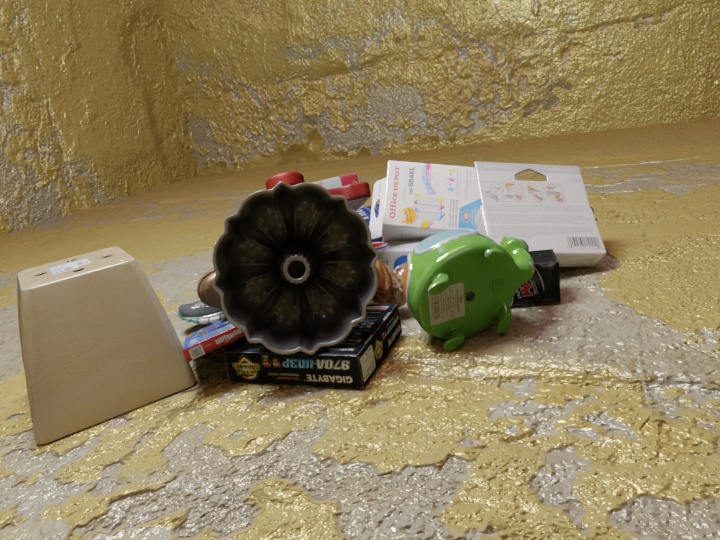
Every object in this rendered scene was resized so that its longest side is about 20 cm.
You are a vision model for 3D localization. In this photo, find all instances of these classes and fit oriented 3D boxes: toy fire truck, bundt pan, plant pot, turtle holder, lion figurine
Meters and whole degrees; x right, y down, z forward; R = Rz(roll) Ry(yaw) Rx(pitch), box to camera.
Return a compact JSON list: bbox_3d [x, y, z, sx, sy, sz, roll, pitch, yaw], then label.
[{"bbox_3d":[-0.079,-0.100,1.032,0.164,0.115,0.200,-10,-8,-16],"label":"toy fire truck"},{"bbox_3d":[-0.079,-0.005,0.726,0.197,0.207,0.076,-11,8,-6],"label":"bundt pan"},{"bbox_3d":[-0.359,0.077,0.797,0.197,0.181,0.198,-17,18,-29],"label":"plant pot"},{"bbox_3d":[0.139,-0.001,0.791,0.185,0.141,0.132,-42,32,3],"label":"turtle holder"},{"bbox_3d":[0.002,0.000,0.842,0.072,0.123,0.199,-40,-18,17],"label":"lion figurine"}]

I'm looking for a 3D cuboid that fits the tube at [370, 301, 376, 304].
[{"bbox_3d":[0.000,0.000,0.972,0.058,0.051,0.203,-39,41,29],"label":"tube"}]

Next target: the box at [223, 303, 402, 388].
[{"bbox_3d":[-0.060,0.096,0.798,0.196,0.047,0.159,-2,18,23],"label":"box"}]

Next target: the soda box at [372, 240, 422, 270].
[{"bbox_3d":[0.061,-0.011,1.044,0.196,0.070,0.064,-1,18,27],"label":"soda box"}]

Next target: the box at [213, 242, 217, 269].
[{"bbox_3d":[-0.132,0.009,0.937,0.195,0.098,0.100,-1,-6,-13],"label":"box"}]

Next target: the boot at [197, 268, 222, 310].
[{"bbox_3d":[-0.125,0.029,0.811,0.195,0.075,0.076,1,15,-10],"label":"boot"}]

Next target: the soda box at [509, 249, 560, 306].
[{"bbox_3d":[0.195,0.016,0.891,0.195,0.065,0.071,-6,17,14],"label":"soda box"}]

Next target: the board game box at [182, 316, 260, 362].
[{"bbox_3d":[-0.199,0.088,0.838,0.101,0.020,0.200,-23,5,-14],"label":"board game box"}]

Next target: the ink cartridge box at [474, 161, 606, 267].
[{"bbox_3d":[0.288,-0.093,0.984,0.195,0.180,0.045,1,-30,-9],"label":"ink cartridge box"}]

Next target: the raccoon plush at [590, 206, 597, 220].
[{"bbox_3d":[0.332,-0.076,1.085,0.197,0.099,0.133,-19,11,-29],"label":"raccoon plush"}]

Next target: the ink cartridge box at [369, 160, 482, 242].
[{"bbox_3d":[0.115,-0.109,1.082,0.195,0.132,0.126,5,-19,3],"label":"ink cartridge box"}]

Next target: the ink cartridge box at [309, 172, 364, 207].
[{"bbox_3d":[-0.092,-0.123,1.336,0.196,0.149,0.083,-15,4,-21],"label":"ink cartridge box"}]

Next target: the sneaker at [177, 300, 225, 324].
[{"bbox_3d":[-0.214,0.032,1.003,0.196,0.093,0.077,-15,5,-17],"label":"sneaker"}]

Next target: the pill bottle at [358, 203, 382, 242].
[{"bbox_3d":[-0.010,-0.063,1.176,0.196,0.114,0.111,-17,18,-23],"label":"pill bottle"}]
